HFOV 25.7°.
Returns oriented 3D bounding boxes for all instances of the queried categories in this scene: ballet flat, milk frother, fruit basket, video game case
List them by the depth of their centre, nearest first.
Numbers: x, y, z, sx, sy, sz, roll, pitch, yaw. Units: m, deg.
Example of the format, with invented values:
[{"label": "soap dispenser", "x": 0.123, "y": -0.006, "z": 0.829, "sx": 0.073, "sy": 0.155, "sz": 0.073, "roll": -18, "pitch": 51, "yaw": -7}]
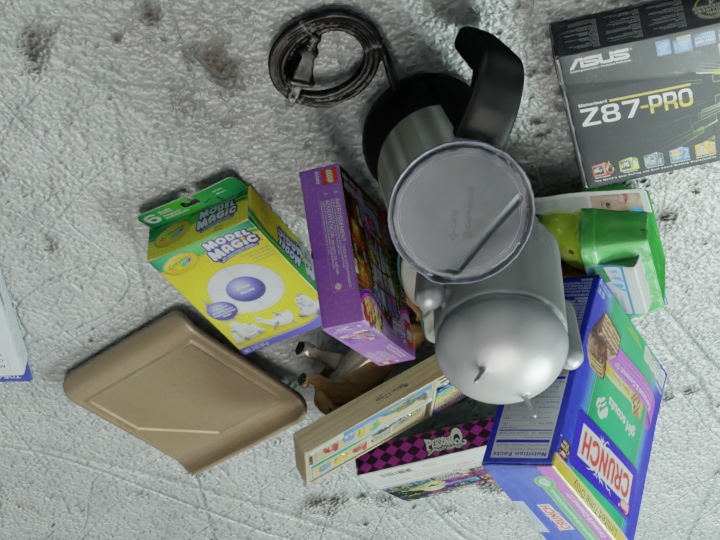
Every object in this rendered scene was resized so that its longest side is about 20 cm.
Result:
[{"label": "milk frother", "x": 0.028, "y": -0.108, "z": 1.273, "sx": 0.198, "sy": 0.188, "sz": 0.182, "roll": 0, "pitch": 112, "yaw": -6}, {"label": "ballet flat", "x": 0.084, "y": 0.022, "z": 1.476, "sx": 0.069, "sy": 0.070, "sz": 0.200, "roll": -8, "pitch": 153, "yaw": 7}, {"label": "fruit basket", "x": 0.183, "y": -0.005, "z": 1.482, "sx": 0.198, "sy": 0.094, "sz": 0.186, "roll": -9, "pitch": 140, "yaw": 14}, {"label": "video game case", "x": 0.114, "y": 0.204, "z": 1.727, "sx": 0.199, "sy": 0.036, "sz": 0.181, "roll": -15, "pitch": 159, "yaw": 15}]

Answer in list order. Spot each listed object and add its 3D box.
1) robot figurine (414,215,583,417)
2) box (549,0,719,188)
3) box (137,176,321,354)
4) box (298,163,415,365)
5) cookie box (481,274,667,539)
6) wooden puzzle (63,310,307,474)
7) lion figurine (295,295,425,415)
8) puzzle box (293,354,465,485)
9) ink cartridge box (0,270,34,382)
[{"label": "robot figurine", "x": 0.117, "y": 0.030, "z": 1.345, "sx": 0.169, "sy": 0.201, "sz": 0.113, "roll": 20, "pitch": 135, "yaw": -21}, {"label": "box", "x": 0.271, "y": -0.157, "z": 1.337, "sx": 0.198, "sy": 0.049, "sz": 0.162, "roll": -10, "pitch": 136, "yaw": 10}, {"label": "box", "x": -0.115, "y": -0.005, "z": 1.503, "sx": 0.117, "sy": 0.049, "sz": 0.200, "roll": -21, "pitch": 135, "yaw": 21}, {"label": "box", "x": 0.000, "y": 0.000, "z": 1.387, "sx": 0.039, "sy": 0.138, "sz": 0.200, "roll": -12, "pitch": 166, "yaw": 12}, {"label": "cookie box", "x": 0.200, "y": 0.134, "z": 1.434, "sx": 0.075, "sy": 0.201, "sz": 0.171, "roll": -5, "pitch": 141, "yaw": 35}, {"label": "wooden puzzle", "x": -0.184, "y": 0.129, "z": 1.672, "sx": 0.184, "sy": 0.037, "sz": 0.200, "roll": -29, "pitch": 129, "yaw": 29}, {"label": "lion figurine", "x": 0.012, "y": 0.085, "z": 1.598, "sx": 0.122, "sy": 0.073, "sz": 0.200, "roll": 25, "pitch": 130, "yaw": -37}, {"label": "puzzle box", "x": 0.023, "y": 0.147, "z": 1.610, "sx": 0.199, "sy": 0.026, "sz": 0.133, "roll": -28, "pitch": 162, "yaw": -10}, {"label": "ink cartridge box", "x": -0.440, "y": 0.070, "z": 1.581, "sx": 0.195, "sy": 0.044, "sz": 0.201, "roll": -3, "pitch": 139, "yaw": 0}]
